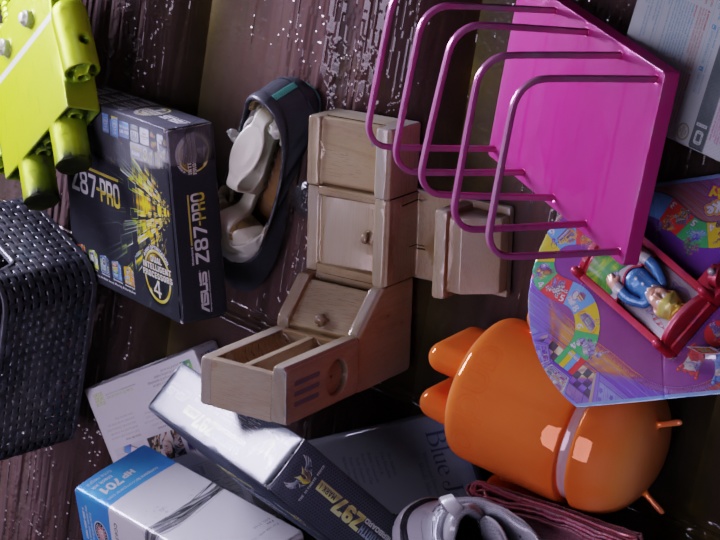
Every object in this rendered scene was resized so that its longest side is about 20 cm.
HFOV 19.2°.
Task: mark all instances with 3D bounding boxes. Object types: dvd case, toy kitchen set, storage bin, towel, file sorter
[{"bbox_3d":[0.029,0.195,1.733,0.200,0.018,0.143,-16,94,38],"label":"dvd case"},{"bbox_3d":[0.000,0.000,1.589,0.163,0.180,0.201,12,109,31],"label":"toy kitchen set"},{"bbox_3d":[-0.310,0.053,1.853,0.135,0.094,0.201,43,135,37],"label":"storage bin"},{"bbox_3d":[0.160,0.243,1.593,0.144,0.023,0.200,16,143,33],"label":"towel"},{"bbox_3d":[0.103,-0.106,1.465,0.200,0.125,0.139,46,132,54],"label":"file sorter"}]

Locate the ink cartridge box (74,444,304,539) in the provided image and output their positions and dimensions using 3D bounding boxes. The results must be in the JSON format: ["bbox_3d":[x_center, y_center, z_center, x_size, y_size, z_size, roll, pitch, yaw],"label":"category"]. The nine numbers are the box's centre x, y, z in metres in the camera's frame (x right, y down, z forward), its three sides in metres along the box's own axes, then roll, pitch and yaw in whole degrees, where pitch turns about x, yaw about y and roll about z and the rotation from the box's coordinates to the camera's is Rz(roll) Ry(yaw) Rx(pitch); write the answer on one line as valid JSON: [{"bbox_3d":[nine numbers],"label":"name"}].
[{"bbox_3d":[-0.134,0.253,1.751,0.200,0.086,0.147,24,130,41],"label":"ink cartridge box"}]

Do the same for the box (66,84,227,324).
[{"bbox_3d":[-0.179,-0.058,1.742,0.200,0.049,0.162,23,119,54],"label":"box"}]

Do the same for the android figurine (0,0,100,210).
[{"bbox_3d":[-0.269,-0.158,1.778,0.182,0.041,0.201,-39,56,47],"label":"android figurine"}]

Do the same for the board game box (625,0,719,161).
[{"bbox_3d":[0.279,-0.141,1.419,0.200,0.064,0.148,29,121,27],"label":"board game box"}]

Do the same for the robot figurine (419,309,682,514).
[{"bbox_3d":[0.142,0.109,1.564,0.200,0.117,0.144,22,77,29],"label":"robot figurine"}]

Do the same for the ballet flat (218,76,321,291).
[{"bbox_3d":[-0.090,-0.064,1.705,0.073,0.073,0.201,34,122,22],"label":"ballet flat"}]

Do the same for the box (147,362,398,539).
[{"bbox_3d":[-0.059,0.158,1.643,0.158,0.051,0.200,44,169,-35],"label":"box"}]

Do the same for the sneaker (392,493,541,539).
[{"bbox_3d":[0.102,0.244,1.531,0.200,0.075,0.115,53,161,6],"label":"sneaker"}]

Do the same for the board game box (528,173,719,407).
[{"bbox_3d":[0.204,0.009,1.476,0.199,0.039,0.159,-7,73,23],"label":"board game box"}]

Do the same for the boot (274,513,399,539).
[{"bbox_3d":[0.006,0.268,1.729,0.200,0.070,0.132,4,110,47],"label":"boot"}]

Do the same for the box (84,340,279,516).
[{"bbox_3d":[-0.147,0.174,1.844,0.144,0.036,0.201,-20,91,38],"label":"box"}]
